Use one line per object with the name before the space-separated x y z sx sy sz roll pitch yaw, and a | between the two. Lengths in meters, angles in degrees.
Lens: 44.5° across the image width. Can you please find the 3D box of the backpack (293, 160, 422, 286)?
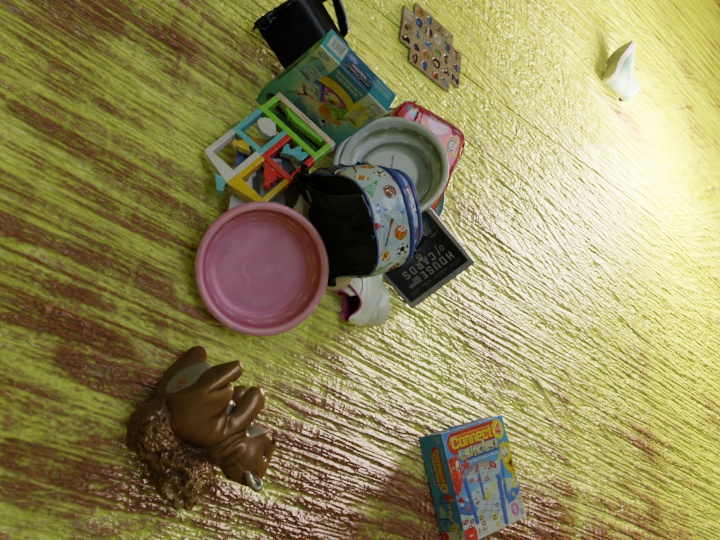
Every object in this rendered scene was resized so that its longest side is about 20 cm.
backpack | 0.009 -0.075 1.337 0.153 0.190 0.201 -21 106 -20

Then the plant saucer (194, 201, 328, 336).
plant saucer | -0.149 -0.004 1.323 0.199 0.051 0.202 -1 97 -12

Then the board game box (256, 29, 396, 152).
board game box | -0.060 -0.287 1.465 0.151 0.200 0.047 42 52 -19

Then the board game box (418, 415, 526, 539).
board game box | 0.209 0.383 1.622 0.199 0.056 0.197 -5 79 -48

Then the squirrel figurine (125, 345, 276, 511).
squirrel figurine | -0.209 0.233 1.194 0.200 0.141 0.187 -43 118 -32

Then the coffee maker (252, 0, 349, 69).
coffee maker | -0.090 -0.375 1.539 0.200 0.134 0.192 56 49 -17

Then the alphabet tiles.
alphabet tiles | 0.157 -0.491 1.940 0.200 0.006 0.167 30 56 -37

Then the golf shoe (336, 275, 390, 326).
golf shoe | 0.000 0.000 1.517 0.091 0.075 0.201 -6 90 -37

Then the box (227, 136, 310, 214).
box | -0.148 -0.113 1.396 0.118 0.042 0.201 7 63 -8

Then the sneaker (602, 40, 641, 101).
sneaker | 0.789 -0.585 2.607 0.118 0.074 0.201 43 57 -19

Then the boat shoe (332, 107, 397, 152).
boat shoe | 0.001 -0.268 1.637 0.199 0.066 0.075 -23 118 -23

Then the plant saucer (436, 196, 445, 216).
plant saucer | 0.089 -0.176 1.722 0.199 0.036 0.201 19 63 -42

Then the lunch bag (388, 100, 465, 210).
lunch bag | 0.081 -0.201 1.608 0.176 0.082 0.201 28 85 -18

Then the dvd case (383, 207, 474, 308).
dvd case | 0.092 -0.042 1.598 0.200 0.150 0.025 47 15 -24

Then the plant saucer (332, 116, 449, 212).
plant saucer | 0.051 -0.168 1.514 0.050 0.199 0.201 88 3 -67

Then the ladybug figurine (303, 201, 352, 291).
ladybug figurine | -0.072 -0.059 1.471 0.135 0.072 0.201 -1 76 -40

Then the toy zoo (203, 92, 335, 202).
toy zoo | -0.154 -0.182 1.392 0.131 0.020 0.200 42 66 9
